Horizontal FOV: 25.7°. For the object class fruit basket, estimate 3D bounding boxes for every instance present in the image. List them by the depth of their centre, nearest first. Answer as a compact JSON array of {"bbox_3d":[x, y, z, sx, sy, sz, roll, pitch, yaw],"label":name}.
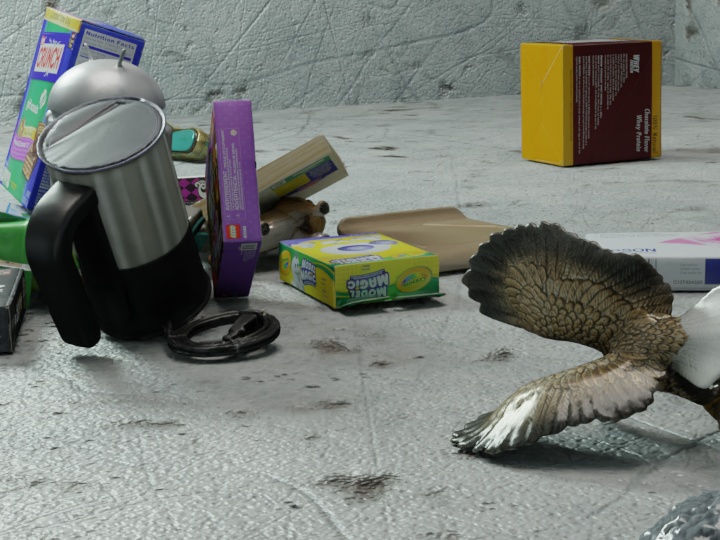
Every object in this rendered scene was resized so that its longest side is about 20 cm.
[{"bbox_3d":[-0.298,-0.020,1.632,0.198,0.095,0.185,0,10,-9],"label":"fruit basket"}]

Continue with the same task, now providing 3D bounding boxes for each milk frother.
[{"bbox_3d":[-0.173,-0.027,1.381,0.198,0.189,0.181,-2,39,13],"label":"milk frother"}]

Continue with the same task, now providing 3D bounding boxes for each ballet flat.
[{"bbox_3d":[-0.197,-0.043,1.626,0.069,0.070,0.200,-2,-2,-3],"label":"ballet flat"},{"bbox_3d":[-0.326,-0.226,2.821,0.070,0.071,0.199,-10,13,-38],"label":"ballet flat"}]

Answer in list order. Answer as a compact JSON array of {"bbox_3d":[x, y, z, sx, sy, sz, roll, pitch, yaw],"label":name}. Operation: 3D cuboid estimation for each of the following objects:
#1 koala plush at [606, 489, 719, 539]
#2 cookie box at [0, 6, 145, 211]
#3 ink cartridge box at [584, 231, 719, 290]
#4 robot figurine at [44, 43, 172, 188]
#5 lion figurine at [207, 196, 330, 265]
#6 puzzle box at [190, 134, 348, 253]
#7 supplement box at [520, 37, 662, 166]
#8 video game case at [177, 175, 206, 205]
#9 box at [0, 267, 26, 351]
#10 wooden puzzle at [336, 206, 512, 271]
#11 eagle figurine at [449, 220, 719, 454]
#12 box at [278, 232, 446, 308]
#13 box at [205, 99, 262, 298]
[{"bbox_3d":[0.107,0.147,0.405,0.176,0.202,0.183,-6,12,-27],"label":"koala plush"},{"bbox_3d":[-0.306,-0.165,1.659,0.075,0.201,0.171,15,6,-25],"label":"cookie box"},{"bbox_3d":[0.337,-0.017,1.671,0.195,0.044,0.200,-1,12,6],"label":"ink cartridge box"},{"bbox_3d":[-0.242,-0.115,1.521,0.169,0.202,0.113,9,16,35],"label":"robot figurine"},{"bbox_3d":[-0.108,-0.036,1.753,0.199,0.073,0.122,-14,10,-37],"label":"lion figurine"},{"bbox_3d":[-0.113,-0.085,1.794,0.199,0.026,0.133,-28,-11,3],"label":"puzzle box"},{"bbox_3d":[0.388,-0.286,2.656,0.199,0.199,0.133,-7,12,-25],"label":"supplement box"},{"bbox_3d":[-0.186,-0.081,1.934,0.198,0.036,0.181,-4,-10,-13],"label":"video game case"},{"bbox_3d":[-0.412,0.040,1.446,0.198,0.050,0.161,-2,14,-6],"label":"box"},{"bbox_3d":[0.097,-0.032,1.812,0.184,0.038,0.200,-8,17,-32],"label":"wooden puzzle"},{"bbox_3d":[0.167,0.059,1.088,0.198,0.152,0.152,9,21,-1],"label":"eagle figurine"},{"bbox_3d":[0.000,0.000,1.611,0.116,0.049,0.200,-6,13,-21],"label":"box"},{"bbox_3d":[-0.125,-0.064,1.528,0.039,0.138,0.200,-3,-16,-9],"label":"box"}]
